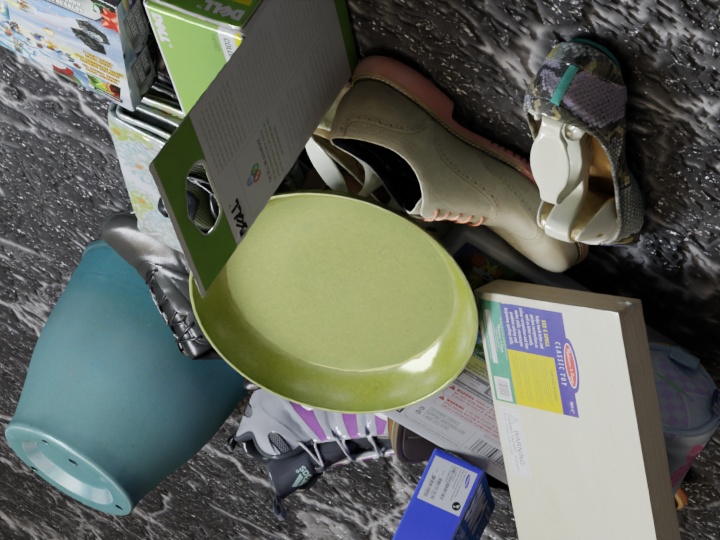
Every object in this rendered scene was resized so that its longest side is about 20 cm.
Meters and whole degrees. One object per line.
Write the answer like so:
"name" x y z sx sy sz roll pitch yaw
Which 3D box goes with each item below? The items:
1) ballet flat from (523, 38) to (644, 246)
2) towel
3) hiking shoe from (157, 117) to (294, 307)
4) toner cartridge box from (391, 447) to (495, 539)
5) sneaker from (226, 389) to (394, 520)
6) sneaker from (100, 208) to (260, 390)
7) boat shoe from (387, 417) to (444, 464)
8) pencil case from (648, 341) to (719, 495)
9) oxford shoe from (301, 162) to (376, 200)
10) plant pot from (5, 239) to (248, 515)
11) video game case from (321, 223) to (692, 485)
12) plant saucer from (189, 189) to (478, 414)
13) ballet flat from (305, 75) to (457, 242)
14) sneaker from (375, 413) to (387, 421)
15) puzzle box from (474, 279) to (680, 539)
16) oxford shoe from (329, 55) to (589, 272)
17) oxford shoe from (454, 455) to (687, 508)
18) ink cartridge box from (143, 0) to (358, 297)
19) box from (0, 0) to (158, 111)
"ballet flat" 0.131 -0.058 1.267 0.072 0.072 0.201 21 154 23
"towel" -0.104 -0.055 1.586 0.171 0.048 0.200 27 155 17
"hiking shoe" -0.094 -0.075 1.416 0.076 0.101 0.201 10 123 32
"toner cartridge box" 0.063 0.202 1.598 0.043 0.095 0.200 25 171 11
"sneaker" -0.026 0.158 1.775 0.200 0.140 0.078 14 150 37
"sneaker" -0.137 0.023 1.716 0.200 0.091 0.076 33 158 1
"boat shoe" 0.055 0.057 1.539 0.068 0.072 0.200 58 146 38
"pencil case" 0.180 0.140 1.442 0.083 0.091 0.200 19 132 -2
"oxford shoe" 0.000 0.000 1.536 0.071 0.071 0.200 20 152 17
"plant pot" -0.211 0.107 1.847 0.200 0.188 0.200 26 155 13
"video game case" 0.102 0.067 1.465 0.200 0.022 0.182 31 129 -17
"plant saucer" -0.016 0.016 1.406 0.199 0.031 0.200 7 133 8
"ballet flat" 0.017 -0.058 1.411 0.200 0.062 0.067 43 154 -23
"sneaker" 0.069 0.087 1.612 0.200 0.078 0.100 13 146 35
"puzzle box" 0.145 0.108 1.371 0.133 0.025 0.201 10 117 48
"oxford shoe" 0.061 -0.052 1.353 0.200 0.074 0.071 37 153 -12
"oxford shoe" 0.165 0.169 1.649 0.200 0.073 0.071 14 151 36
"ink cartridge box" -0.088 -0.110 1.269 0.076 0.200 0.148 22 154 22
"box" -0.242 -0.203 1.474 0.200 0.040 0.137 27 157 12
